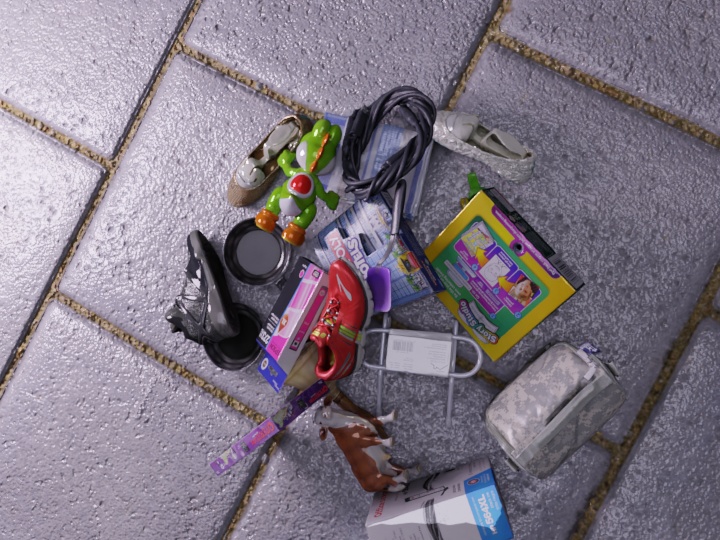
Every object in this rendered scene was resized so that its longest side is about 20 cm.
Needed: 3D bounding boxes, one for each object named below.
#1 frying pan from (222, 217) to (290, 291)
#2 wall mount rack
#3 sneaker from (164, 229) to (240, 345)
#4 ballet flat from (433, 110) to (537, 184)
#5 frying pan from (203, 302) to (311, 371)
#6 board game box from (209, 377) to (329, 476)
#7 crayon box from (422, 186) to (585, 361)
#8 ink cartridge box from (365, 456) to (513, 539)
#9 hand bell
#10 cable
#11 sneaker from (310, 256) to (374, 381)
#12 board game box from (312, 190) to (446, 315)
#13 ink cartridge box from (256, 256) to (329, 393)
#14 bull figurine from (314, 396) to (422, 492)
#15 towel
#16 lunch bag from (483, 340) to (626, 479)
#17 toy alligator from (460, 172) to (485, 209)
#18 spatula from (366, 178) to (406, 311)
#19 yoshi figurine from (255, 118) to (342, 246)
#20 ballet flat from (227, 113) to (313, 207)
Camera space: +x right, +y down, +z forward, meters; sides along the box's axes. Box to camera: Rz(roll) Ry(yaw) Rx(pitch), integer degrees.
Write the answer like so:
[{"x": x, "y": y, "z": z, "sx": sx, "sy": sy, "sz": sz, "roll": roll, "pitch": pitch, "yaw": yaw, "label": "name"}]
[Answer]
[{"x": -0.141, "y": -0.012, "z": 1.042, "sx": 0.189, "sy": 0.031, "sz": 0.115, "roll": 30, "pitch": 90, "yaw": 1, "label": "frying pan"}, {"x": 0.091, "y": 0.159, "z": 0.989, "sx": 0.198, "sy": 0.075, "sz": 0.175, "roll": 5, "pitch": 84, "yaw": 9, "label": "wall mount rack"}, {"x": -0.280, "y": 0.033, "z": 1.035, "sx": 0.114, "sy": 0.076, "sz": 0.201, "roll": -21, "pitch": 74, "yaw": 6, "label": "sneaker"}, {"x": 0.195, "y": -0.213, "z": 0.992, "sx": 0.199, "sy": 0.072, "sz": 0.072, "roll": 30, "pitch": 91, "yaw": 7, "label": "ballet flat"}, {"x": -0.178, "y": 0.098, "z": 1.043, "sx": 0.189, "sy": 0.031, "sz": 0.116, "roll": -23, "pitch": 79, "yaw": 9, "label": "frying pan"}, {"x": -0.140, "y": 0.240, "z": 0.945, "sx": 0.200, "sy": 0.120, "sz": 0.032, "roll": -42, "pitch": 78, "yaw": 40, "label": "board game box"}, {"x": 0.202, "y": 0.006, "z": 0.942, "sx": 0.200, "sy": 0.058, "sz": 0.173, "roll": 50, "pitch": 123, "yaw": 14, "label": "crayon box"}, {"x": 0.116, "y": 0.366, "z": 0.933, "sx": 0.199, "sy": 0.146, "sz": 0.085, "roll": -20, "pitch": 86, "yaw": 6, "label": "ink cartridge box"}, {"x": -0.032, "y": 0.212, "z": 1.005, "sx": 0.200, "sy": 0.104, "sz": 0.104, "roll": 44, "pitch": 94, "yaw": -4, "label": "hand bell"}, {"x": 0.041, "y": -0.194, "z": 0.970, "sx": 0.162, "sy": 0.051, "sz": 0.201, "roll": -4, "pitch": 61, "yaw": 32, "label": "cable"}, {"x": -0.034, "y": 0.080, "z": 0.913, "sx": 0.077, "sy": 0.085, "sz": 0.201, "roll": 26, "pitch": 123, "yaw": 43, "label": "sneaker"}, {"x": 0.000, "y": 0.000, "z": 0.989, "sx": 0.199, "sy": 0.062, "sz": 0.201, "roll": -36, "pitch": 75, "yaw": 24, "label": "board game box"}, {"x": -0.111, "y": 0.082, "z": 0.971, "sx": 0.037, "sy": 0.095, "sz": 0.201, "roll": 25, "pitch": 92, "yaw": -34, "label": "ink cartridge box"}, {"x": 0.010, "y": 0.269, "z": 0.957, "sx": 0.121, "sy": 0.065, "sz": 0.201, "roll": -8, "pitch": 124, "yaw": 30, "label": "bull figurine"}, {"x": 0.016, "y": -0.177, "z": 1.040, "sx": 0.199, "sy": 0.024, "sz": 0.148, "roll": 15, "pitch": 88, "yaw": 9, "label": "towel"}, {"x": 0.284, "y": 0.202, "z": 0.907, "sx": 0.139, "sy": 0.168, "sz": 0.200, "roll": 45, "pitch": 93, "yaw": 8, "label": "lunch bag"}, {"x": 0.202, "y": -0.063, "z": 0.990, "sx": 0.059, "sy": 0.054, "sz": 0.201, "roll": -13, "pitch": 85, "yaw": 8, "label": "toy alligator"}, {"x": 0.042, "y": -0.040, "z": 0.914, "sx": 0.056, "sy": 0.020, "sz": 0.201, "roll": 0, "pitch": 72, "yaw": 52, "label": "spatula"}, {"x": -0.089, "y": -0.147, "z": 1.006, "sx": 0.112, "sy": 0.112, "sz": 0.201, "roll": 34, "pitch": 99, "yaw": 41, "label": "yoshi figurine"}, {"x": -0.162, "y": -0.191, "z": 1.045, "sx": 0.070, "sy": 0.065, "sz": 0.200, "roll": 42, "pitch": 93, "yaw": 11, "label": "ballet flat"}]
